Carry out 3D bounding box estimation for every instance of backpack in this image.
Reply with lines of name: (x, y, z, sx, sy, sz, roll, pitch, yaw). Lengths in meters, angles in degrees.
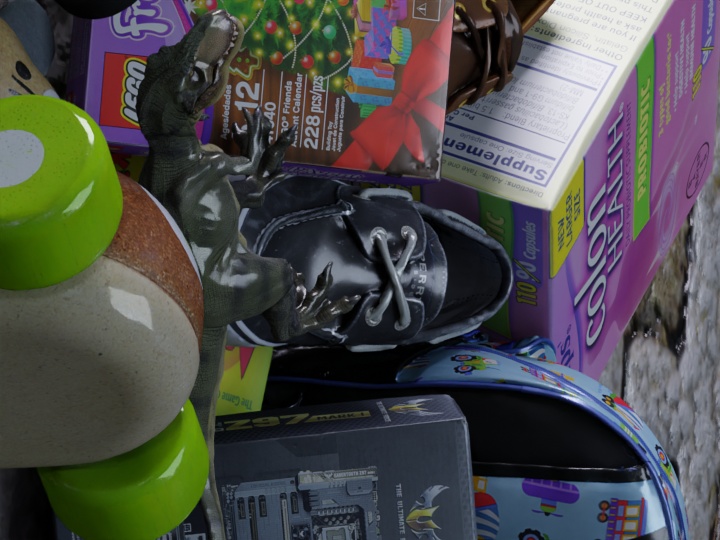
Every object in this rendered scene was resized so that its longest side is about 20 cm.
backpack: (0.050, 0.111, 1.221, 0.134, 0.199, 0.183, -30, 115, -61)

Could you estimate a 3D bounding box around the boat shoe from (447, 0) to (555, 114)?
boat shoe: (0.031, -0.100, 1.181, 0.200, 0.067, 0.072, -52, 150, -54)

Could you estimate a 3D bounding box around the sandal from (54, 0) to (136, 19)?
sandal: (-0.039, -0.168, 1.021, 0.045, 0.075, 0.200, 35, 89, -40)

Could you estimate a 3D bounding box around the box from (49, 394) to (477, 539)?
box: (-0.031, 0.154, 1.104, 0.051, 0.157, 0.201, -123, -153, -80)

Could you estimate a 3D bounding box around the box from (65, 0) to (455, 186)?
box: (-0.031, -0.137, 1.074, 0.039, 0.136, 0.201, 173, -78, -73)

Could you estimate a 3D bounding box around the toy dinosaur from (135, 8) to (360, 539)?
toy dinosaur: (-0.043, -0.003, 1.011, 0.088, 0.047, 0.201, -37, 129, -52)

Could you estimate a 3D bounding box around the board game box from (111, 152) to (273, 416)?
board game box: (-0.063, -0.044, 1.135, 0.102, 0.047, 0.201, 23, 77, -62)

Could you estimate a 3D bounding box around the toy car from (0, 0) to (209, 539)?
toy car: (-0.122, -0.037, 0.951, 0.165, 0.157, 0.201, 76, 15, -50)

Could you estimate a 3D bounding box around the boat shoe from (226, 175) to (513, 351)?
boat shoe: (0.000, 0.000, 1.141, 0.200, 0.068, 0.072, 9, 89, -63)

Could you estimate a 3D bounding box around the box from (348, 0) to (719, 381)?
box: (0.083, -0.051, 1.325, 0.200, 0.096, 0.176, -57, 157, -34)
